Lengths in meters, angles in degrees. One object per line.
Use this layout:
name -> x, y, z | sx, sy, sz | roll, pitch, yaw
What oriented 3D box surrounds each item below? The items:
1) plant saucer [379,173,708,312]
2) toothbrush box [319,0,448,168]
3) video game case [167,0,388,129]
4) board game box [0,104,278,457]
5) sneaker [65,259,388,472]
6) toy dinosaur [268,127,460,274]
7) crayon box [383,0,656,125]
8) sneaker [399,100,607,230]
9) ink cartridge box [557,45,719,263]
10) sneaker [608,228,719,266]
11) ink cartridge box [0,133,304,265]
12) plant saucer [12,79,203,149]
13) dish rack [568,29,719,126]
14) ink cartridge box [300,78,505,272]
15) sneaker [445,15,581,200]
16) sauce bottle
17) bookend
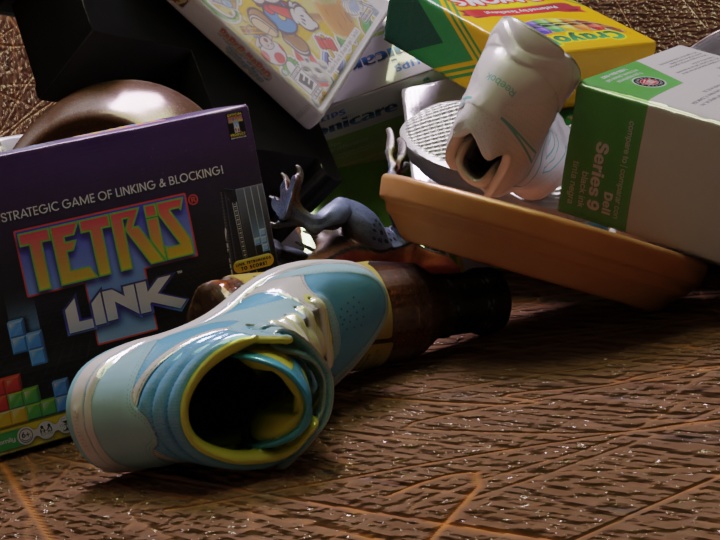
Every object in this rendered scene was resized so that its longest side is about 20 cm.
plant saucer -> 0.104, -0.014, 1.017 | 0.199, 0.038, 0.200 | 15, 2, 0
toothbrush box -> 0.010, -0.123, 1.438 | 0.145, 0.086, 0.200 | -20, -29, -2
video game case -> -0.071, -0.213, 1.263 | 0.023, 0.182, 0.200 | -41, 12, 34
board game box -> -0.146, 0.003, 1.004 | 0.199, 0.166, 0.057 | -15, 9, -27
sneaker -> -0.034, 0.048, 0.859 | 0.200, 0.080, 0.130 | -28, 15, -36
toy dinosaur -> 0.000, 0.000, 1.152 | 0.181, 0.201, 0.105 | 25, -54, -31
crayon box -> 0.125, -0.164, 1.269 | 0.126, 0.051, 0.200 | -11, 32, -34
sneaker -> 0.096, -0.052, 1.197 | 0.074, 0.082, 0.200 | -28, 37, -18
ink cartridge box -> 0.236, -0.057, 0.982 | 0.199, 0.085, 0.146 | 21, 25, 30
sneaker -> 0.227, -0.052, 1.161 | 0.115, 0.074, 0.200 | 10, 15, 18
ink cartridge box -> -0.166, -0.033, 1.273 | 0.199, 0.146, 0.088 | -13, -25, -37
plant saucer -> -0.168, -0.028, 1.117 | 0.199, 0.202, 0.037 | -7, -9, 23
dish rack -> 0.243, -0.106, 1.178 | 0.171, 0.044, 0.200 | -3, -21, -40
ink cartridge box -> 0.044, -0.065, 1.310 | 0.199, 0.076, 0.148 | -11, 48, 6
sneaker -> 0.084, -0.079, 1.028 | 0.070, 0.080, 0.200 | 33, -9, 16
sauce bottle -> -0.002, 0.028, 0.999 | 0.199, 0.066, 0.066 | -4, 3, -34
bookend -> -0.141, -0.126, 1.207 | 0.198, 0.201, 0.092 | 4, -37, -43
